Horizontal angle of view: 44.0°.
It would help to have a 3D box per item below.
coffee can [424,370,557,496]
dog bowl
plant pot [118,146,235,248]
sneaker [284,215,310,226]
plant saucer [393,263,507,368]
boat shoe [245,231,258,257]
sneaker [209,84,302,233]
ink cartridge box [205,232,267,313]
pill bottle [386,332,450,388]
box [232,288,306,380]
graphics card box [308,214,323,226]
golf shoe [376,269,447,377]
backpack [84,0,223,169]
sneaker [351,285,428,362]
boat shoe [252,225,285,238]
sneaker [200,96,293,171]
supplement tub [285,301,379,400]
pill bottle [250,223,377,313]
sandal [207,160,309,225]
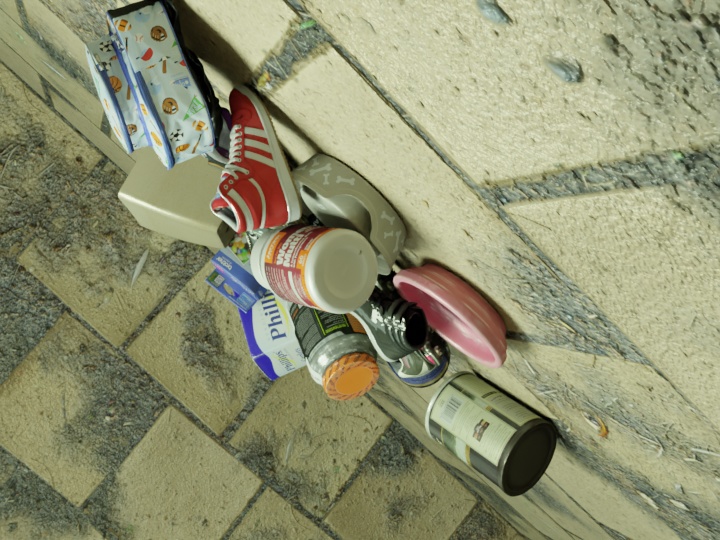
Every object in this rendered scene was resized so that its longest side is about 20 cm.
[{"bbox_3d":[0.235,0.292,1.621,0.199,0.147,0.147,31,166,44],"label":"coffee can"},{"bbox_3d":[-0.018,-0.082,1.246,0.199,0.059,0.200,39,169,9],"label":"dog bowl"},{"bbox_3d":[-0.293,-0.152,1.617,0.175,0.202,0.200,27,168,5],"label":"plant pot"},{"bbox_3d":[-0.145,-0.117,1.500,0.070,0.076,0.199,46,168,-29],"label":"sneaker"},{"bbox_3d":[0.137,0.059,1.288,0.200,0.051,0.201,40,170,8],"label":"plant saucer"},{"bbox_3d":[-0.178,-0.097,1.446,0.068,0.056,0.204,14,111,57],"label":"boat shoe"},{"bbox_3d":[-0.163,-0.146,1.185,0.202,0.111,0.071,67,157,10],"label":"sneaker"},{"bbox_3d":[-0.193,-0.031,1.670,0.119,0.201,0.042,35,168,22],"label":"ink cartridge box"},{"bbox_3d":[0.084,0.118,1.544,0.111,0.112,0.200,33,167,32],"label":"pill bottle"},{"bbox_3d":[-0.125,0.076,1.708,0.105,0.198,0.186,58,-171,-58],"label":"box"},{"bbox_3d":[-0.036,-0.015,1.598,0.200,0.051,0.125,44,169,-10],"label":"graphics card box"},{"bbox_3d":[0.050,0.076,1.402,0.202,0.088,0.077,58,-157,2],"label":"golf shoe"},{"bbox_3d":[-0.262,-0.232,1.158,0.192,0.153,0.200,57,172,9],"label":"backpack"},{"bbox_3d":[0.030,0.044,1.306,0.099,0.071,0.201,-18,112,51],"label":"sneaker"},{"bbox_3d":[-0.117,-0.031,1.390,0.072,0.063,0.200,21,175,22],"label":"boat shoe"},{"bbox_3d":[-0.155,-0.187,1.313,0.074,0.089,0.199,31,-170,34],"label":"sneaker"},{"bbox_3d":[-0.046,0.112,1.511,0.123,0.122,0.201,52,-171,-48],"label":"supplement tub"},{"bbox_3d":[-0.070,-0.007,1.225,0.110,0.110,0.199,46,161,-28],"label":"pill bottle"},{"bbox_3d":[-0.162,-0.110,1.343,0.199,0.055,0.082,37,-171,17],"label":"sandal"}]
